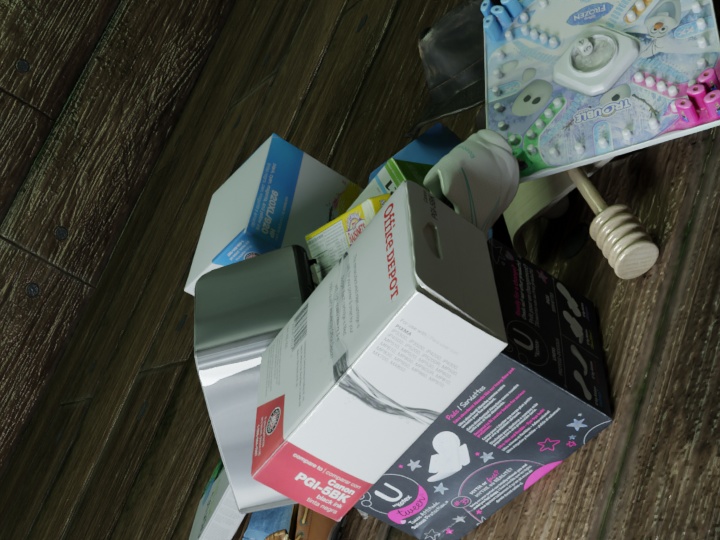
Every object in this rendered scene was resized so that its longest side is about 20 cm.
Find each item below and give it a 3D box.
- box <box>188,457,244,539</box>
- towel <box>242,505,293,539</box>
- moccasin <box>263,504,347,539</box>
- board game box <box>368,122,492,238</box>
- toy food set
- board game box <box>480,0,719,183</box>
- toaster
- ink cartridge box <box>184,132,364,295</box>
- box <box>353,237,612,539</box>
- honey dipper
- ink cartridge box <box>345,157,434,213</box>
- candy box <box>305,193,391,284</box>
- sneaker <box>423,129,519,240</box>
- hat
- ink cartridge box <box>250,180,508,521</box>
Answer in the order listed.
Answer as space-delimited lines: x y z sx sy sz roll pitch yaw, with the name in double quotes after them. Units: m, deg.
-0.143 0.237 1.257 0.201 0.036 0.145 -60 12 29 "box"
-0.058 0.207 1.149 0.111 0.048 0.202 -12 52 63 "towel"
-0.062 0.260 1.027 0.074 0.077 0.203 121 169 -65 "moccasin"
0.080 -0.051 1.123 0.200 0.039 0.160 -32 73 55 "board game box"
0.190 -0.123 0.973 0.200 0.060 0.145 -40 45 32 "toy food set"
0.191 -0.178 0.915 0.198 0.026 0.202 -15 52 25 "board game box"
-0.074 0.104 1.011 0.117 0.183 0.201 -14 27 -2 "toaster"
-0.067 -0.018 1.252 0.147 0.199 0.146 -38 32 44 "ink cartridge box"
0.082 0.098 0.870 0.200 0.114 0.133 -46 25 33 "box"
0.176 -0.077 0.895 0.038 0.038 0.201 -48 44 27 "honey dipper"
0.027 0.017 1.070 0.200 0.075 0.149 -47 59 30 "ink cartridge box"
0.000 0.000 0.998 0.200 0.026 0.104 159 96 -71 "candy box"
0.072 -0.014 0.904 0.070 0.080 0.203 32 134 36 "sneaker"
0.105 -0.214 1.067 0.199 0.081 0.201 -33 13 8 "hat"
0.009 0.058 0.811 0.200 0.082 0.148 -50 22 27 "ink cartridge box"
